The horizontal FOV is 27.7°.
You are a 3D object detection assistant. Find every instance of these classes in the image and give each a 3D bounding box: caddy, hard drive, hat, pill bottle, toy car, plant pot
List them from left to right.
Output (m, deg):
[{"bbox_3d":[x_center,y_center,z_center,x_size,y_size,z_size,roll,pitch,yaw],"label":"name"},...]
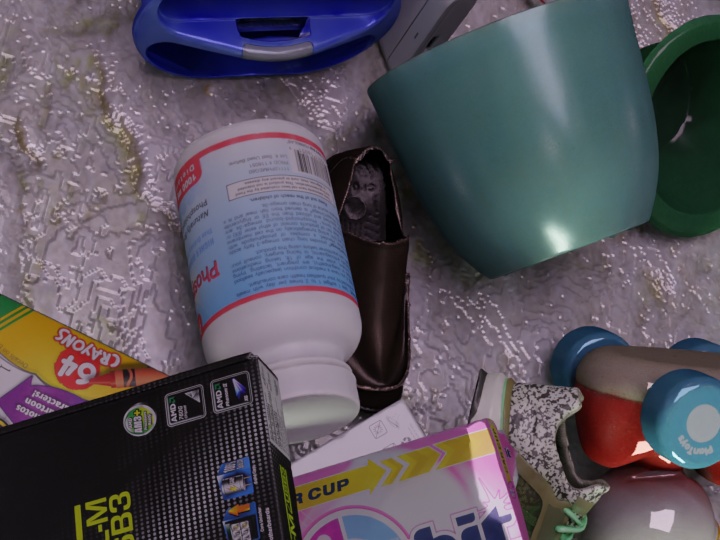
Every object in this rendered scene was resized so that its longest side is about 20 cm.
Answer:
[{"bbox_3d":[-0.070,-0.197,1.054,0.198,0.142,0.106,-5,67,-20],"label":"caddy"},{"bbox_3d":[-0.060,0.008,0.981,0.108,0.109,0.202,-3,62,-20],"label":"pill bottle"},{"bbox_3d":[0.023,-0.262,1.114,0.026,0.132,0.202,-13,75,-23],"label":"hard drive"},{"bbox_3d":[0.125,-0.089,1.054,0.199,0.200,0.163,-20,88,-24],"label":"plant pot"},{"bbox_3d":[0.230,-0.146,1.207,0.164,0.176,0.202,-15,113,-25],"label":"hat"},{"bbox_3d":[0.224,0.158,1.031,0.175,0.184,0.202,6,97,-17],"label":"toy car"}]

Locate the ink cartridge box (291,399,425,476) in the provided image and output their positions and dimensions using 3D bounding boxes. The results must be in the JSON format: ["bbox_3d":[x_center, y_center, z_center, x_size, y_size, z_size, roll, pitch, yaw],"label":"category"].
[{"bbox_3d":[-0.031,0.177,0.971,0.199,0.039,0.100,-28,81,-18],"label":"ink cartridge box"}]

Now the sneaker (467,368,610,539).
[{"bbox_3d":[0.123,0.164,0.975,0.088,0.077,0.202,-4,103,17],"label":"sneaker"}]

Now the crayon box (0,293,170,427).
[{"bbox_3d":[-0.208,0.123,0.913,0.198,0.058,0.174,25,63,2],"label":"crayon box"}]

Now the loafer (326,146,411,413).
[{"bbox_3d":[0.000,0.000,1.040,0.072,0.071,0.202,-1,70,-19],"label":"loafer"}]

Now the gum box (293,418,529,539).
[{"bbox_3d":[0.007,0.169,0.848,0.198,0.066,0.115,-17,76,2],"label":"gum box"}]

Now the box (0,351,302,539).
[{"bbox_3d":[-0.125,0.165,0.802,0.191,0.048,0.202,-15,62,9],"label":"box"}]
